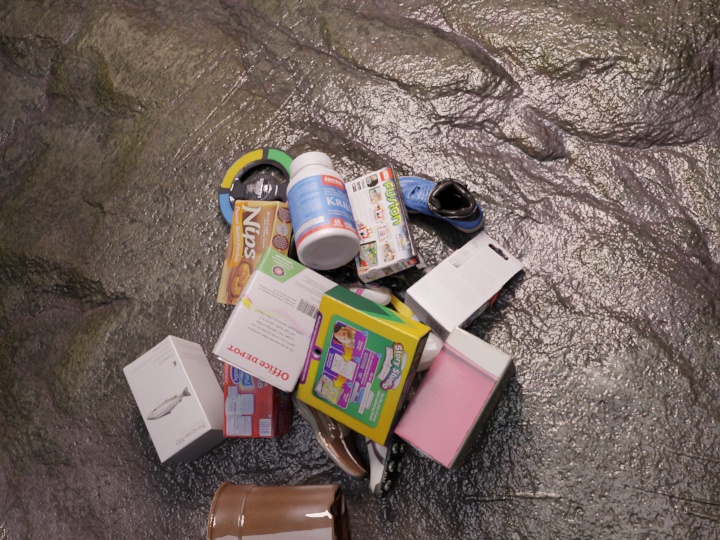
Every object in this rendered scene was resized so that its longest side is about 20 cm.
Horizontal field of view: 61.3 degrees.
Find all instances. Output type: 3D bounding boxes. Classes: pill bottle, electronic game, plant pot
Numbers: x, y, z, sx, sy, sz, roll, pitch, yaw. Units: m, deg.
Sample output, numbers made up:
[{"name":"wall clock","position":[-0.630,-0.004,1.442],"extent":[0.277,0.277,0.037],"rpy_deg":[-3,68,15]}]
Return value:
[{"name":"pill bottle","position":[-0.073,-0.112,1.089],"extent":[0.111,0.112,0.201],"rpy_deg":[-21,59,10]},{"name":"electronic game","position":[-0.208,-0.165,1.272],"extent":[0.198,0.042,0.202],"rpy_deg":[-5,73,15]},{"name":"plant pot","position":[-0.123,0.440,1.000],"extent":[0.196,0.200,0.202],"rpy_deg":[-10,72,6]}]

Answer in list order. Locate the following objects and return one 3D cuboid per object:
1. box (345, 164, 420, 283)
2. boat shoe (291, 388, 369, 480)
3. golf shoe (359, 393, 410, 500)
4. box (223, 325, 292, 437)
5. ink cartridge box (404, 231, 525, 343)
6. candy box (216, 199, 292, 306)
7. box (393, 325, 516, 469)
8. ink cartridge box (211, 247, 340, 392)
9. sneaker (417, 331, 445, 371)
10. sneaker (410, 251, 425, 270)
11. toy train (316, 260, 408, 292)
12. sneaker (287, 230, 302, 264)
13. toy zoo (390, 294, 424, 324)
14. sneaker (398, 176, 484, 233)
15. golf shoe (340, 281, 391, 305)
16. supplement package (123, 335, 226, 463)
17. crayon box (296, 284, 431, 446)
[{"name":"box","position":[0.033,-0.087,1.106],"extent":[0.109,0.035,0.201],"rpy_deg":[-19,60,14]},{"name":"boat shoe","position":[-0.044,0.276,1.078],"extent":[0.072,0.076,0.200],"rpy_deg":[-40,69,0]},{"name":"golf shoe","position":[0.032,0.287,1.052],"extent":[0.087,0.077,0.202],"rpy_deg":[2,73,20]},{"name":"box","position":[-0.187,0.201,1.120],"extent":[0.099,0.095,0.202],"rpy_deg":[-4,80,15]},{"name":"ink cartridge box","position":[0.186,0.026,1.083],"extent":[0.200,0.051,0.109],"rpy_deg":[-37,66,-23]},{"name":"candy box","position":[-0.196,-0.028,1.141],"extent":[0.115,0.055,0.202],"rpy_deg":[6,83,35]},{"name":"box","position":[0.160,0.212,1.005],"extent":[0.108,0.128,0.201],"rpy_deg":[29,83,23]},{"name":"ink cartridge box","position":[-0.144,0.086,1.037],"extent":[0.144,0.084,0.201],"rpy_deg":[29,75,-12]},{"name":"sneaker","position":[0.049,0.132,1.047],"extent":[0.198,0.116,0.074],"rpy_deg":[-6,71,13]},{"name":"sneaker","position":[0.029,-0.049,1.155],"extent":[0.112,0.073,0.200],"rpy_deg":[-39,59,4]},{"name":"toy train","position":[0.000,0.000,1.168],"extent":[0.198,0.034,0.046],"rpy_deg":[13,66,20]},{"name":"sneaker","position":[-0.171,0.006,1.198],"extent":[0.114,0.076,0.201],"rpy_deg":[19,97,42]},{"name":"toy zoo","position":[0.041,0.133,1.121],"extent":[0.200,0.020,0.131],"rpy_deg":[-40,67,2]},{"name":"sneaker","position":[0.132,-0.140,1.124],"extent":[0.199,0.111,0.077],"rpy_deg":[29,84,22]},{"name":"golf shoe","position":[-0.031,0.070,1.136],"extent":[0.198,0.072,0.093],"rpy_deg":[-8,78,27]},{"name":"supplement package","position":[-0.338,0.244,1.150],"extent":[0.117,0.117,0.201],"rpy_deg":[-34,68,4]},{"name":"crayon box","position":[0.000,0.151,0.977],"extent":[0.172,0.058,0.201],"rpy_deg":[24,113,18]}]
